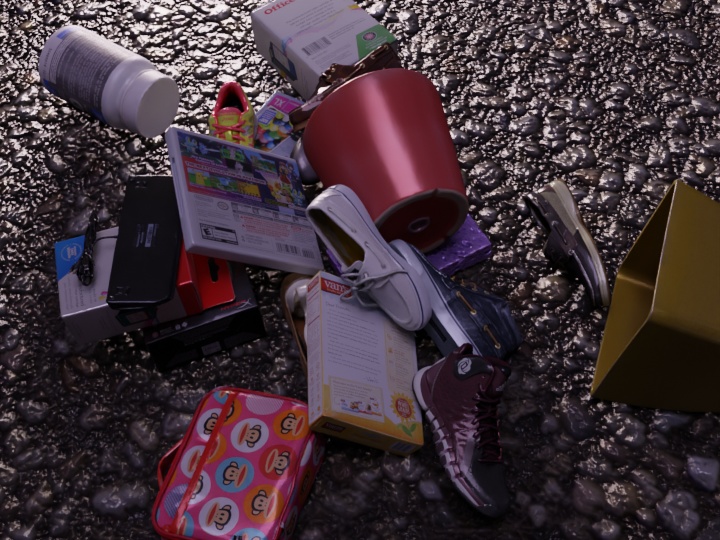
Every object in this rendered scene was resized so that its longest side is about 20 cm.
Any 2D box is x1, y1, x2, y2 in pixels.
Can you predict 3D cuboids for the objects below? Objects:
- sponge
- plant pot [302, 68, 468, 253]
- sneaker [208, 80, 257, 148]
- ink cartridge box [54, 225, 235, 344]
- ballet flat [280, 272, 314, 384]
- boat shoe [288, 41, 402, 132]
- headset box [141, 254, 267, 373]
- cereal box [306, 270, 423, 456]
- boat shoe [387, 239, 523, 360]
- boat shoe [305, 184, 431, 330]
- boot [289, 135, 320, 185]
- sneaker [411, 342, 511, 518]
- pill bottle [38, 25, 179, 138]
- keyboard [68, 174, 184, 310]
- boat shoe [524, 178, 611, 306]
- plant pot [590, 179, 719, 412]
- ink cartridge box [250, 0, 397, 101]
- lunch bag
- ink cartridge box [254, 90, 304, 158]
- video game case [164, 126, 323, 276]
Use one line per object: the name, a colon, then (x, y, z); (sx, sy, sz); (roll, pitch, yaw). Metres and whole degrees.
sponge: (0.064, -0.023, 1.324); (0.198, 0.030, 0.112); (-26, 55, -13)
plant pot: (0.043, -0.124, 1.277); (0.198, 0.201, 0.179); (-18, 60, -9)
sneaker: (-0.181, -0.178, 1.369); (0.077, 0.091, 0.202); (-6, 55, -1)
ink cartridge box: (-0.263, 0.003, 1.211); (0.198, 0.068, 0.117); (-16, 55, -5)
ballet flat: (-0.061, 0.065, 1.241); (0.067, 0.073, 0.201); (-14, 54, -2)
boat shoe: (-0.025, -0.263, 1.422); (0.199, 0.070, 0.071); (-31, 102, -27)
headset box: (-0.222, 0.012, 1.289); (0.147, 0.075, 0.201); (-18, 55, -7)
cereal box: (0.004, 0.109, 1.181); (0.143, 0.040, 0.202); (21, 47, -28)
boat shoe: (0.115, 0.035, 1.235); (0.090, 0.071, 0.201); (-30, 82, -25)
boat shoe: (0.002, -0.003, 1.174); (0.203, 0.074, 0.086); (56, 44, -4)
boot: (-0.004, -0.199, 1.381); (0.200, 0.131, 0.070); (-43, 102, -27)
sneaker: (0.138, 0.167, 1.119); (0.115, 0.075, 0.201); (-44, 54, 25)
pill bottle: (-0.375, -0.281, 1.489); (0.199, 0.114, 0.114); (29, 60, 23)
keyboard: (-0.276, -0.037, 1.187); (0.125, 0.021, 0.202); (0, 51, -1)
boat shoe: (0.270, -0.030, 1.297); (0.064, 0.073, 0.201); (-19, 51, 4)
plant pot: (0.398, 0.052, 1.157); (0.175, 0.201, 0.201); (19, 57, 4)
ink cartridge box: (-0.057, -0.349, 1.535); (0.145, 0.088, 0.200); (-32, 60, -19)
lunch bag: (-0.146, 0.233, 1.125); (0.174, 0.082, 0.201); (9, 53, 15)
ink cartridge box: (-0.128, -0.169, 1.439); (0.118, 0.042, 0.201); (25, 61, 20)
video game case: (-0.148, -0.087, 1.269); (0.198, 0.023, 0.184); (11, 51, -39)
